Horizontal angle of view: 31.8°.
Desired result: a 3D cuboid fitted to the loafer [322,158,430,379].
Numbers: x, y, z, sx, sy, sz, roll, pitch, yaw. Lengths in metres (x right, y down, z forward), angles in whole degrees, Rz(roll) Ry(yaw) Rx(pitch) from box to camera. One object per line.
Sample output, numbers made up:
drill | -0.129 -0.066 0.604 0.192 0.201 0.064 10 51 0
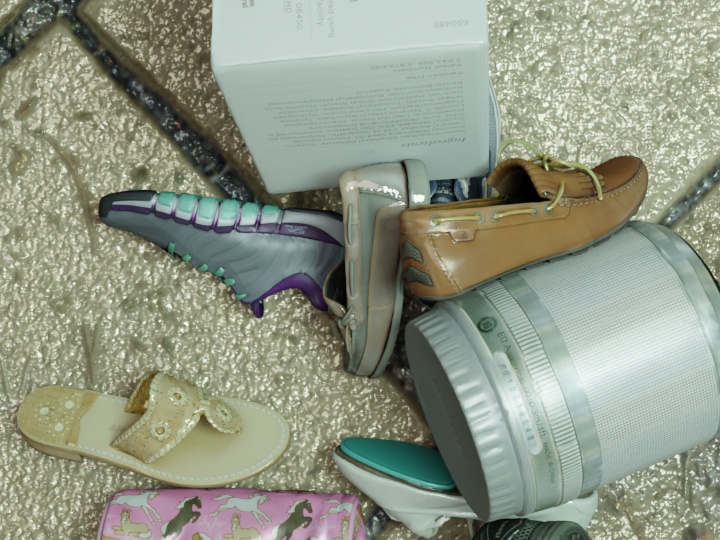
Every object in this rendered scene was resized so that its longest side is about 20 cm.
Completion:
loafer | 0.000 0.000 0.895 0.062 0.201 0.072 2 46 -12

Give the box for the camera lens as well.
camera lens | 0.148 0.067 0.865 0.198 0.160 0.161 -21 84 -10

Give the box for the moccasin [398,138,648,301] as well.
moccasin | 0.109 -0.045 0.833 0.200 0.074 0.078 -19 103 -23

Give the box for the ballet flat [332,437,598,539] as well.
ballet flat | 0.074 0.172 0.933 0.198 0.069 0.070 8 87 5

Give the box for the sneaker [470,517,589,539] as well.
sneaker | 0.117 0.259 0.883 0.114 0.076 0.201 1 117 42

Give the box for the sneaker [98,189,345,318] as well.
sneaker | -0.105 -0.011 0.955 0.198 0.074 0.088 7 92 5

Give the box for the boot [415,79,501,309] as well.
boot | 0.068 -0.071 0.932 0.072 0.090 0.202 1 86 5

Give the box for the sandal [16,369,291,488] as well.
sandal | -0.160 0.108 0.939 0.210 0.070 0.078 4 53 8

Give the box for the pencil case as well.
pencil case | -0.090 0.205 0.932 0.198 0.083 0.087 -1 85 4

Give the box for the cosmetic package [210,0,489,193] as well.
cosmetic package | -0.002 -0.166 0.829 0.163 0.200 0.166 -4 71 4
